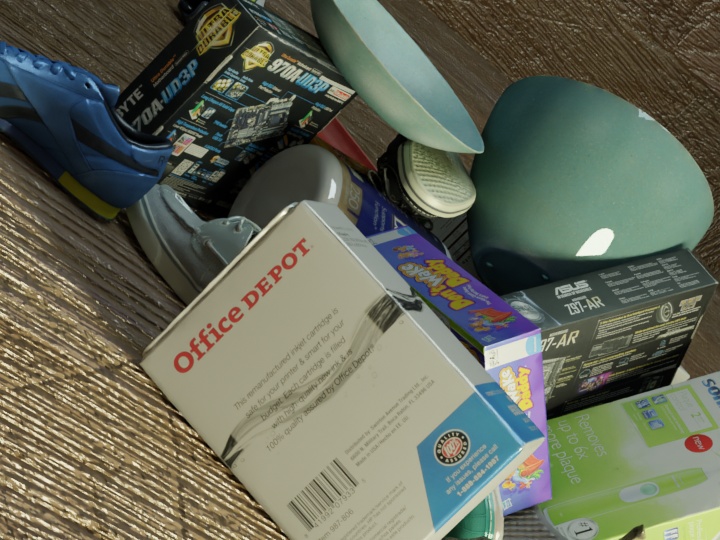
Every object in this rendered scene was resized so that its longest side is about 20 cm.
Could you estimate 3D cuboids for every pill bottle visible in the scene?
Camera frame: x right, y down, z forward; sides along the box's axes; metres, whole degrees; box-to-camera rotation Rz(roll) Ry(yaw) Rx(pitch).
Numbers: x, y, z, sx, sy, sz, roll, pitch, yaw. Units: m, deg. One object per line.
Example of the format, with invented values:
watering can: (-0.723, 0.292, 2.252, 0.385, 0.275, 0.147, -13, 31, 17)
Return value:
pill bottle: (0.000, 0.000, 1.636, 0.200, 0.116, 0.116, 36, 15, -35)

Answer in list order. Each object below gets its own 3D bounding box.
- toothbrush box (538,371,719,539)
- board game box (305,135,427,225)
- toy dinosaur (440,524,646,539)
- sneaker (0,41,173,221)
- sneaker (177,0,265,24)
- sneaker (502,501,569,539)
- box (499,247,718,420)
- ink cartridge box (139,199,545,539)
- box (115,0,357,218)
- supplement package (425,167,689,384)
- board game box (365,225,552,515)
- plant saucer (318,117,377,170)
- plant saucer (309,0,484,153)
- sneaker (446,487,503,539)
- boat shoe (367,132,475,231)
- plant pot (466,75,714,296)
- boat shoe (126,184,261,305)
toothbrush box: (0.220, 0.169, 1.596, 0.146, 0.199, 0.086, -115, -166, -54)
board game box: (-0.018, -0.044, 1.769, 0.030, 0.096, 0.200, 54, 15, 31)
toy dinosaur: (0.091, 0.195, 1.308, 0.047, 0.199, 0.088, -52, 130, -47)
sneaker: (-0.213, -0.121, 1.419, 0.200, 0.078, 0.066, 40, 15, -18)
sneaker: (-0.143, -0.273, 2.165, 0.081, 0.074, 0.200, 37, 13, -22)
sneaker: (0.107, 0.208, 1.475, 0.200, 0.074, 0.082, -132, -153, -52)
box: (0.167, 0.072, 1.652, 0.199, 0.161, 0.044, -14, 50, -30)
ink cartridge box: (-0.011, 0.077, 1.279, 0.200, 0.145, 0.084, 48, 11, 10)
box: (-0.099, -0.119, 1.592, 0.046, 0.159, 0.200, 51, 13, 21)
supplement package: (0.149, 0.050, 1.897, 0.191, 0.147, 0.200, 31, 18, -50)
board game box: (0.064, 0.067, 1.509, 0.200, 0.045, 0.135, 40, -39, 56)
plant saucer: (-0.048, -0.120, 2.061, 0.200, 0.037, 0.199, 54, 14, 31)
plant saucer: (0.017, -0.157, 1.640, 0.201, 0.039, 0.201, 47, 14, -15)
sneaker: (0.027, 0.121, 1.450, 0.080, 0.072, 0.200, -8, 47, -26)
boat shoe: (0.046, -0.069, 1.688, 0.075, 0.062, 0.200, 40, 10, -11)
plant pot: (0.162, -0.038, 1.701, 0.200, 0.135, 0.200, 29, -24, 14)
boat shoe: (-0.083, 0.003, 1.451, 0.201, 0.072, 0.070, 51, 13, 24)
